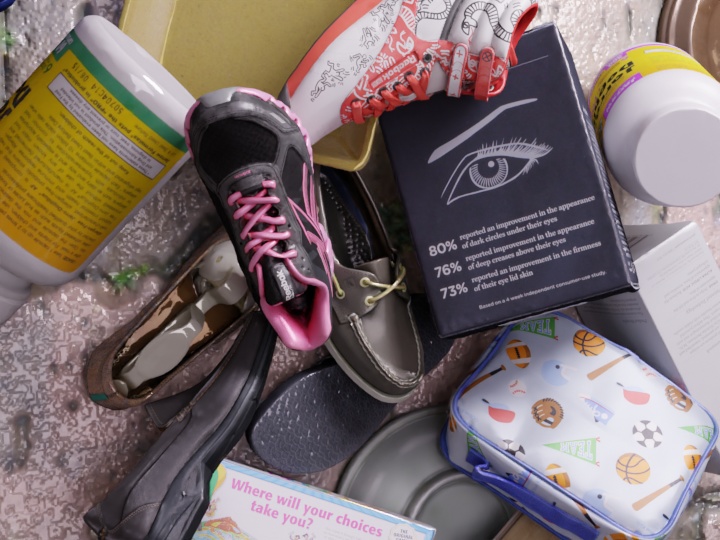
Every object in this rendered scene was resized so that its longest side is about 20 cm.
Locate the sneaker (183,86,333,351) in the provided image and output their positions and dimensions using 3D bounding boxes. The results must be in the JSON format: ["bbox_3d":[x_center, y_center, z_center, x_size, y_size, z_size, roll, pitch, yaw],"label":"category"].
[{"bbox_3d":[-0.057,-0.026,0.763,0.079,0.096,0.200,-17,132,5],"label":"sneaker"}]

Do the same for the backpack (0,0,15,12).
[{"bbox_3d":[-0.319,-0.221,0.736,0.200,0.162,0.168,-22,100,-21],"label":"backpack"}]

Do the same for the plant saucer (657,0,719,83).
[{"bbox_3d":[0.360,-0.199,1.065,0.199,0.029,0.201,1,88,-21],"label":"plant saucer"}]

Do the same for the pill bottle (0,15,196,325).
[{"bbox_3d":[-0.205,-0.062,0.784,0.113,0.113,0.200,43,97,-15],"label":"pill bottle"}]

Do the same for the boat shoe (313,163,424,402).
[{"bbox_3d":[-0.002,0.001,0.878,0.072,0.060,0.202,-18,80,-36],"label":"boat shoe"}]

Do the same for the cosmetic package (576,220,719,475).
[{"bbox_3d":[0.262,0.065,0.980,0.081,0.113,0.200,-33,102,-18],"label":"cosmetic package"}]

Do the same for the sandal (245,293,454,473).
[{"bbox_3d":[-0.006,0.091,0.919,0.200,0.043,0.076,-33,108,-28],"label":"sandal"}]

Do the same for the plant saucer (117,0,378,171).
[{"bbox_3d":[-0.071,-0.184,0.863,0.199,0.048,0.201,13,84,3],"label":"plant saucer"}]

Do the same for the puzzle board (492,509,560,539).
[{"bbox_3d":[0.171,0.232,0.958,0.200,0.017,0.151,-41,118,-30],"label":"puzzle board"}]

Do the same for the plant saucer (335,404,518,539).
[{"bbox_3d":[0.075,0.209,0.938,0.199,0.050,0.201,1,88,-21],"label":"plant saucer"}]

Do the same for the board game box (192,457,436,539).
[{"bbox_3d":[-0.059,0.223,0.867,0.199,0.034,0.135,19,82,-4],"label":"board game box"}]

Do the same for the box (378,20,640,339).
[{"bbox_3d":[0.110,-0.063,0.879,0.148,0.104,0.201,-16,84,15],"label":"box"}]

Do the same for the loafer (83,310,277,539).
[{"bbox_3d":[-0.120,0.109,0.825,0.072,0.073,0.200,26,68,4],"label":"loafer"}]

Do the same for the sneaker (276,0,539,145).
[{"bbox_3d":[0.033,-0.136,0.795,0.108,0.067,0.202,39,84,10],"label":"sneaker"}]

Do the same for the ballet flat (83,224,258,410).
[{"bbox_3d":[-0.116,0.030,0.859,0.068,0.067,0.200,47,74,-14],"label":"ballet flat"}]

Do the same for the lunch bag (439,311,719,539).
[{"bbox_3d":[0.163,0.129,0.909,0.200,0.076,0.160,31,55,16],"label":"lunch bag"}]

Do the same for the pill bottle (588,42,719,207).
[{"bbox_3d":[0.237,-0.112,0.916,0.104,0.200,0.105,2,109,5],"label":"pill bottle"}]
